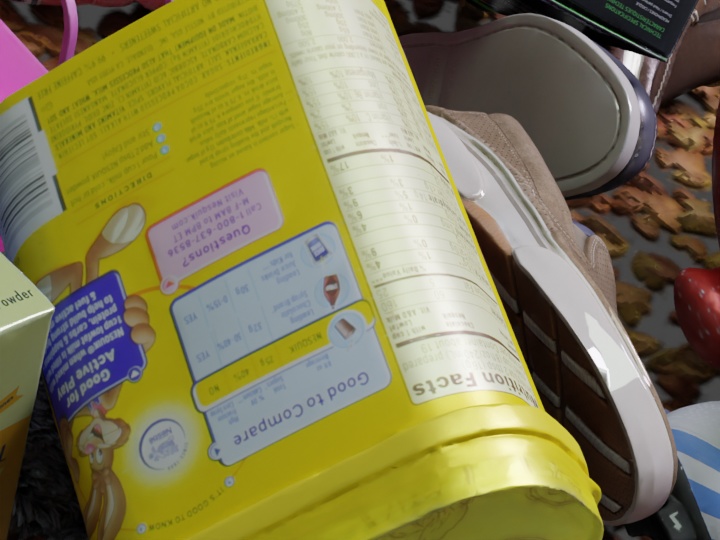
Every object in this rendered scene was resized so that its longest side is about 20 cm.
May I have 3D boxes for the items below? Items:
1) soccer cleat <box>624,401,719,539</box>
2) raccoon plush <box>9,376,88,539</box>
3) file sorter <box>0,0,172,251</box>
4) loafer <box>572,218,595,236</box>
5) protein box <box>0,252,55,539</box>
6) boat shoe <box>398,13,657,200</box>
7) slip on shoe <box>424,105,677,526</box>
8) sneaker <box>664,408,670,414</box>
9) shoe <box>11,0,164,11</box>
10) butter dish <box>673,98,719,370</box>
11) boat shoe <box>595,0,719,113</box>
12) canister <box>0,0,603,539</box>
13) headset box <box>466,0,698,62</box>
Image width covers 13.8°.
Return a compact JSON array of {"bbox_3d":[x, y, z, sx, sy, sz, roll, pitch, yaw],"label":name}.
[{"bbox_3d":[0.164,0.126,1.048,0.086,0.070,0.200,-18,60,-12],"label":"soccer cleat"},{"bbox_3d":[-0.103,0.015,1.023,0.134,0.200,0.097,31,26,-12],"label":"raccoon plush"},{"bbox_3d":[-0.191,-0.088,1.161,0.200,0.126,0.139,-18,50,-35],"label":"file sorter"},{"bbox_3d":[0.000,0.000,1.172,0.200,0.072,0.063,-13,43,-27],"label":"loafer"},{"bbox_3d":[-0.219,0.047,0.930,0.135,0.200,0.199,-22,52,-38],"label":"protein box"},{"bbox_3d":[0.072,-0.063,1.218,0.063,0.073,0.200,13,0,-29],"label":"boat shoe"},{"bbox_3d":[0.068,0.010,1.076,0.060,0.076,0.200,-11,40,-26],"label":"slip on shoe"},{"bbox_3d":[0.035,0.090,1.091,0.200,0.066,0.079,-2,68,-29],"label":"sneaker"},{"bbox_3d":[-0.113,-0.188,1.357,0.091,0.072,0.200,10,44,-11],"label":"shoe"},{"bbox_3d":[0.195,-0.005,1.182,0.147,0.200,0.200,-21,46,-6],"label":"butter dish"},{"bbox_3d":[0.141,-0.111,1.350,0.075,0.075,0.203,24,41,-7],"label":"boat shoe"},{"bbox_3d":[-0.028,0.018,0.902,0.148,0.087,0.200,-27,59,13],"label":"canister"},{"bbox_3d":[0.041,-0.179,1.276,0.174,0.093,0.200,27,1,-25],"label":"headset box"}]
